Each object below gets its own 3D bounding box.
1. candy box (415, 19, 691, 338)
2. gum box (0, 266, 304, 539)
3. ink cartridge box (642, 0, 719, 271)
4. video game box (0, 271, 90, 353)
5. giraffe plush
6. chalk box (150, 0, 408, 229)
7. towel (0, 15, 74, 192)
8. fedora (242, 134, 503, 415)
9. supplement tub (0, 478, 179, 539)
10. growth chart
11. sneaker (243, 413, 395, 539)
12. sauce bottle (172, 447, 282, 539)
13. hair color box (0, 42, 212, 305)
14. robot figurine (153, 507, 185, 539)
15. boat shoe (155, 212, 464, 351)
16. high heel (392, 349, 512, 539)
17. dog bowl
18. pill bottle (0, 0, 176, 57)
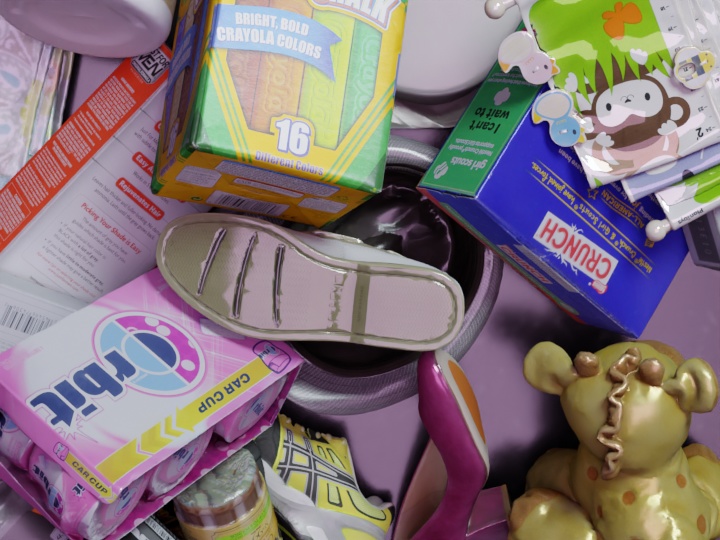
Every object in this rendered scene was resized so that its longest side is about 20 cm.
[{"bbox_3d":[0.161,-0.085,1.092,0.169,0.077,0.201,38,77,-28],"label":"candy box"},{"bbox_3d":[-0.141,0.080,1.004,0.113,0.200,0.066,38,126,15],"label":"gum box"},{"bbox_3d":[0.266,-0.126,1.079,0.173,0.043,0.201,-29,110,-23],"label":"ink cartridge box"},{"bbox_3d":[-0.222,0.106,1.108,0.199,0.047,0.183,24,95,-39],"label":"video game box"},{"bbox_3d":[0.175,0.117,1.082,0.171,0.200,0.164,-8,109,2],"label":"giraffe plush"},{"bbox_3d":[-0.048,-0.144,1.024,0.123,0.124,0.202,11,77,-17],"label":"chalk box"},{"bbox_3d":[-0.299,-0.146,1.141,0.198,0.048,0.173,12,92,-2],"label":"towel"},{"bbox_3d":[0.000,0.000,1.135,0.200,0.090,0.177,-40,97,-6],"label":"fedora"},{"bbox_3d":[-0.181,0.190,1.026,0.200,0.123,0.123,44,93,-7],"label":"supplement tub"},{"bbox_3d":[0.177,-0.116,1.008,0.144,0.018,0.201,-34,105,11],"label":"growth chart"},{"bbox_3d":[-0.054,0.133,1.154,0.076,0.075,0.201,-46,113,-22],"label":"sneaker"},{"bbox_3d":[-0.079,0.207,1.125,0.064,0.065,0.201,-15,129,0],"label":"sauce bottle"},{"bbox_3d":[-0.170,-0.052,1.121,0.200,0.061,0.101,-45,131,3],"label":"hair color box"},{"bbox_3d":[-0.173,0.250,1.144,0.144,0.058,0.202,12,104,-40],"label":"robot figurine"},{"bbox_3d":[-0.032,0.011,1.050,0.198,0.068,0.075,15,93,1],"label":"boat shoe"},{"bbox_3d":[0.043,0.133,1.122,0.095,0.068,0.201,-15,137,8],"label":"high heel"},{"bbox_3d":[0.046,-0.193,1.137,0.198,0.059,0.202,0,94,-1],"label":"dog bowl"},{"bbox_3d":[-0.166,-0.255,1.079,0.119,0.120,0.202,10,74,-2],"label":"pill bottle"}]
